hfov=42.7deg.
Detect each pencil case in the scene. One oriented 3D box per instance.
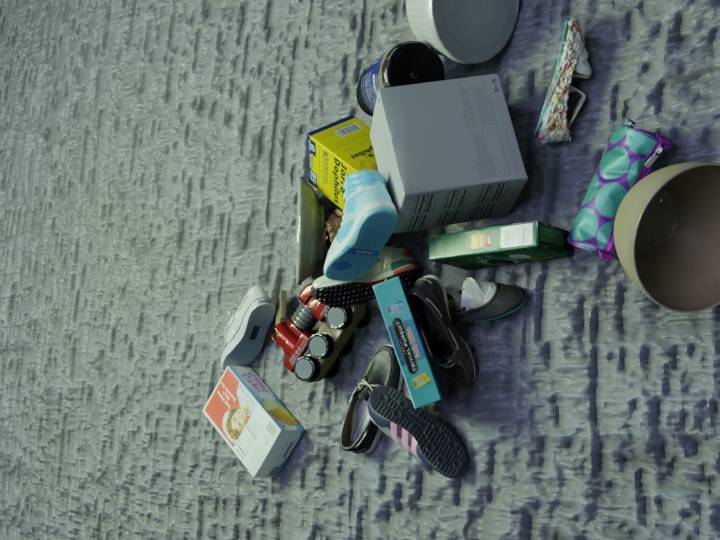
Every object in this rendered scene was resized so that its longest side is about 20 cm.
[{"bbox_3d":[0.383,-0.116,1.361,0.201,0.085,0.092,-68,22,9],"label":"pencil case"}]

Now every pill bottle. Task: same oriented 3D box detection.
[{"bbox_3d":[0.061,-0.323,1.602,0.200,0.111,0.113,-179,99,-72],"label":"pill bottle"}]

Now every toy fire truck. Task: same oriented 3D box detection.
[{"bbox_3d":[-0.098,0.084,1.704,0.200,0.128,0.177,38,106,23],"label":"toy fire truck"}]

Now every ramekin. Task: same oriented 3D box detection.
[{"bbox_3d":[0.165,-0.449,1.538,0.094,0.201,0.204,19,94,51],"label":"ramekin"}]

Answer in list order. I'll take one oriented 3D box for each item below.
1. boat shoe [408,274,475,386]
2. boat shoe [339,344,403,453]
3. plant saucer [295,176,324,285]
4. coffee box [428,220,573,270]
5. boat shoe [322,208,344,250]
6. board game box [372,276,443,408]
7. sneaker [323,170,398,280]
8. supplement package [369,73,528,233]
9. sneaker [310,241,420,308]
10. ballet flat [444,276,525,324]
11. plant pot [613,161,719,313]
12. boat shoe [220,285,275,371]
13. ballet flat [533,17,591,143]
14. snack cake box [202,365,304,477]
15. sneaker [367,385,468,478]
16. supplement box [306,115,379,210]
[{"bbox_3d":[0.126,0.107,1.492,0.067,0.057,0.201,-9,109,44],"label":"boat shoe"},{"bbox_3d":[0.016,0.225,1.614,0.074,0.060,0.202,26,99,39],"label":"boat shoe"},{"bbox_3d":[-0.094,-0.073,1.719,0.050,0.200,0.202,1,80,-6],"label":"plant saucer"},{"bbox_3d":[0.220,-0.038,1.458,0.199,0.122,0.044,-8,78,39],"label":"coffee box"},{"bbox_3d":[-0.037,-0.065,1.639,0.070,0.200,0.070,-44,95,-3],"label":"boat shoe"},{"bbox_3d":[0.079,0.117,1.494,0.047,0.151,0.202,-20,83,4],"label":"board game box"},{"bbox_3d":[-0.006,-0.081,1.502,0.200,0.079,0.131,-50,40,42],"label":"sneaker"},{"bbox_3d":[0.135,-0.186,1.478,0.198,0.147,0.193,-9,69,-9],"label":"supplement package"},{"bbox_3d":[0.000,0.000,1.607,0.071,0.198,0.094,97,155,-51],"label":"sneaker"},{"bbox_3d":[0.170,0.052,1.507,0.199,0.068,0.068,-19,37,35],"label":"ballet flat"},{"bbox_3d":[0.428,-0.058,1.267,0.202,0.199,0.134,-66,21,9],"label":"plant pot"},{"bbox_3d":[-0.233,0.109,1.820,0.203,0.074,0.086,-64,38,35],"label":"boat shoe"},{"bbox_3d":[0.330,-0.296,1.461,0.063,0.076,0.202,15,97,9],"label":"ballet flat"},{"bbox_3d":[-0.210,0.291,1.783,0.200,0.067,0.116,43,111,36],"label":"snack cake box"},{"bbox_3d":[0.094,0.273,1.536,0.200,0.082,0.070,42,66,13],"label":"sneaker"},{"bbox_3d":[0.003,-0.174,1.641,0.200,0.109,0.110,40,144,37],"label":"supplement box"}]
